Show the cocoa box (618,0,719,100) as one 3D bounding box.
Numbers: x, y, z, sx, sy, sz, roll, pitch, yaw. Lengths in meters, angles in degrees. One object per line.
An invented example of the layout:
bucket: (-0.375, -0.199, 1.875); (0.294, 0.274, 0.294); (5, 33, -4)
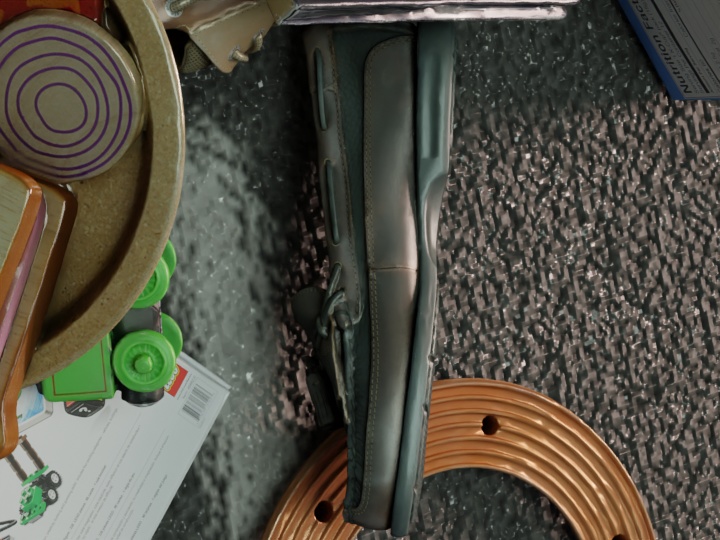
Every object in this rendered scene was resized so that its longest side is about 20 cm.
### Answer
cocoa box: (0.199, -0.177, 1.093); (0.200, 0.131, 0.134); (-41, 111, -23)

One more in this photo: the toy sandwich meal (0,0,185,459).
toy sandwich meal: (-0.154, -0.037, 0.875); (0.204, 0.070, 0.206); (2, 99, 13)

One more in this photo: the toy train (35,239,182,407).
toy train: (-0.095, -0.049, 0.919); (0.056, 0.042, 0.201); (-4, 102, 2)

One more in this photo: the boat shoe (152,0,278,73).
boat shoe: (-0.061, -0.109, 0.981); (0.199, 0.076, 0.072); (-10, 100, -21)

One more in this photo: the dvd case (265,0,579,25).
dvd case: (-0.012, -0.176, 0.965); (0.148, 0.016, 0.201); (-7, 65, -45)

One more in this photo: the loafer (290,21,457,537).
loafer: (0.000, 0.000, 1.021); (0.063, 0.072, 0.201); (5, 78, 1)

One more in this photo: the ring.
ring: (0.038, 0.143, 1.073); (0.200, 0.019, 0.201); (-2, 93, -30)

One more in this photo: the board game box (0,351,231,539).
board game box: (-0.144, 0.095, 0.954); (0.126, 0.035, 0.201); (36, 73, -27)
